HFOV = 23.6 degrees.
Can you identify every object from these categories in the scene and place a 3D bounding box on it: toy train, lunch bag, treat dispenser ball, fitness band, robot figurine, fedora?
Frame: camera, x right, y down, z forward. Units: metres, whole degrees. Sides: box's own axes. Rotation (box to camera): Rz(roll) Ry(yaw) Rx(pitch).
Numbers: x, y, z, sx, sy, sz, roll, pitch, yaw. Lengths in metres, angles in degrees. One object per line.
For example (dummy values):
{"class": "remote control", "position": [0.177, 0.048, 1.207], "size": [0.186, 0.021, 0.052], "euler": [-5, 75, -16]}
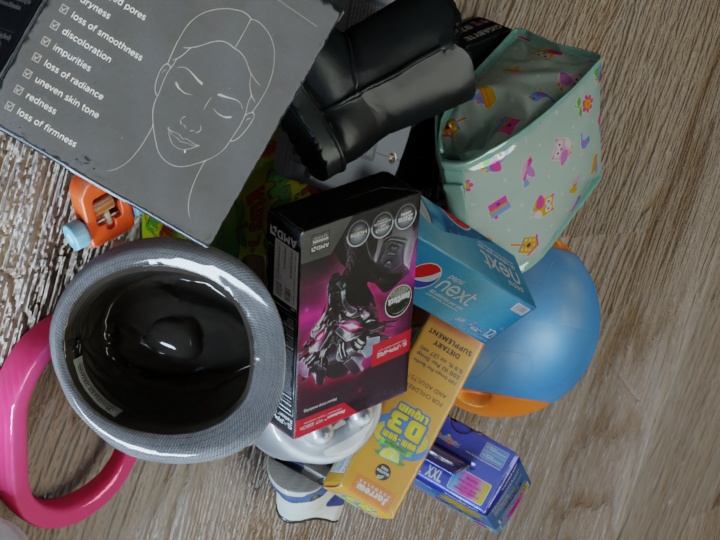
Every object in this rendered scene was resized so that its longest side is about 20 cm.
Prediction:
{"class": "toy train", "position": [-0.164, -0.110, 1.348], "size": [0.200, 0.056, 0.150], "euler": [-35, 137, -22]}
{"class": "lunch bag", "position": [0.138, -0.101, 1.627], "size": [0.200, 0.122, 0.171], "euler": [-47, 146, -31]}
{"class": "treat dispenser ball", "position": [0.144, 0.049, 1.754], "size": [0.201, 0.201, 0.201], "euler": [-33, 137, -37]}
{"class": "fitness band", "position": [-0.241, 0.124, 1.433], "size": [0.143, 0.037, 0.201], "euler": [-27, 132, -41]}
{"class": "robot figurine", "position": [-0.049, 0.119, 1.577], "size": [0.169, 0.200, 0.113], "euler": [-20, 91, -17]}
{"class": "fedora", "position": [-0.141, 0.058, 1.359], "size": [0.090, 0.199, 0.177], "euler": [-28, 114, -74]}

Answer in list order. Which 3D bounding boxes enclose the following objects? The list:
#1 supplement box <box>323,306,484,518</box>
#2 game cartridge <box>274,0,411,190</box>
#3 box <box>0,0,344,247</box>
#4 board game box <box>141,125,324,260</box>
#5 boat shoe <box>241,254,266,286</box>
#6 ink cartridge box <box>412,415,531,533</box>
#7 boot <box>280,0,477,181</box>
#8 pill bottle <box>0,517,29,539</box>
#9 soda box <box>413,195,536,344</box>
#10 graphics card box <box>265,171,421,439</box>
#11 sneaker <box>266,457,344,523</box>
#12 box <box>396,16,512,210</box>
{"class": "supplement box", "position": [0.043, 0.130, 1.607], "size": [0.200, 0.066, 0.069], "euler": [-62, -168, -11]}
{"class": "game cartridge", "position": [-0.004, -0.165, 1.489], "size": [0.133, 0.040, 0.201], "euler": [15, 85, -43]}
{"class": "box", "position": [-0.154, -0.155, 1.208], "size": [0.200, 0.124, 0.197], "euler": [31, 89, -31]}
{"class": "board game box", "position": [-0.099, -0.058, 1.484], "size": [0.200, 0.048, 0.102], "euler": [-29, 134, -40]}
{"class": "boat shoe", "position": [-0.077, 0.045, 1.490], "size": [0.200, 0.076, 0.072], "euler": [126, -36, -68]}
{"class": "ink cartridge box", "position": [0.099, 0.204, 1.825], "size": [0.076, 0.136, 0.200], "euler": [-59, 163, -11]}
{"class": "boot", "position": [-0.008, -0.194, 1.402], "size": [0.168, 0.076, 0.200], "euler": [-33, 103, -20]}
{"class": "pill bottle", "position": [-0.309, 0.306, 1.401], "size": [0.114, 0.114, 0.200], "euler": [-35, 139, -35]}
{"class": "soda box", "position": [0.068, -0.008, 1.525], "size": [0.064, 0.068, 0.200], "euler": [-36, 138, 22]}
{"class": "graphics card box", "position": [-0.016, 0.029, 1.401], "size": [0.125, 0.051, 0.201], "euler": [-19, 126, -34]}
{"class": "sneaker", "position": [-0.030, 0.185, 1.742], "size": [0.199, 0.080, 0.115], "euler": [-44, 158, -37]}
{"class": "box", "position": [0.071, -0.131, 1.665], "size": [0.159, 0.046, 0.201], "euler": [-25, 133, -43]}
